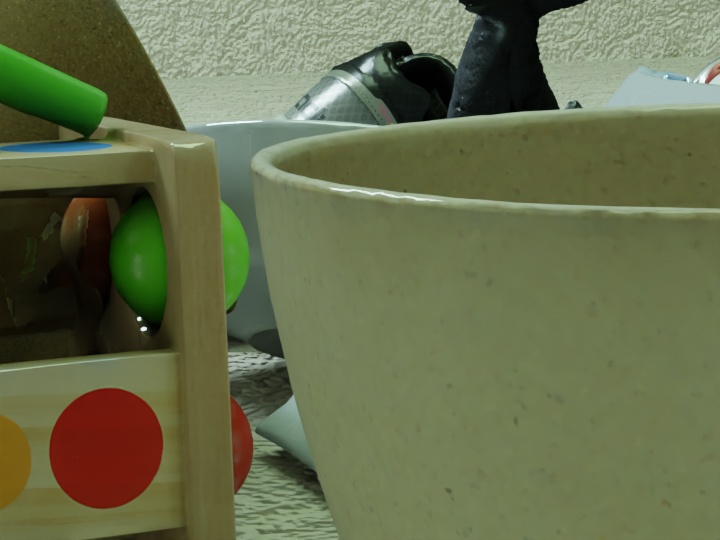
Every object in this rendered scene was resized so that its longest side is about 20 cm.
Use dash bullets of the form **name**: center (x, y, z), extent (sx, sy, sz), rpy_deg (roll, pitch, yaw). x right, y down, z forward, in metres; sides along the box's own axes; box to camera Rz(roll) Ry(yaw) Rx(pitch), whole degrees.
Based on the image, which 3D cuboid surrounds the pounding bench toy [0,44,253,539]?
- **pounding bench toy**: center (-0.115, -0.013, 0.719), extent (0.155, 0.202, 0.124), rpy_deg (-5, 9, -21)

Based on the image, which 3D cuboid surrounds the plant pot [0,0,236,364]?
- **plant pot**: center (-0.173, -0.015, 0.862), extent (0.199, 0.187, 0.186), rpy_deg (-32, 17, -14)

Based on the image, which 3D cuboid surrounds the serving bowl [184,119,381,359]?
- **serving bowl**: center (0.000, 0.000, 0.992), extent (0.198, 0.066, 0.200), rpy_deg (6, -14, 1)

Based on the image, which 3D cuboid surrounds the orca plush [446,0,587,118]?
- **orca plush**: center (0.080, -0.039, 1.085), extent (0.105, 0.201, 0.071), rpy_deg (-21, 51, -34)

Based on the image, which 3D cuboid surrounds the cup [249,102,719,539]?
- **cup**: center (0.080, 0.047, 0.467), extent (0.199, 0.144, 0.200), rpy_deg (-1, 8, 0)

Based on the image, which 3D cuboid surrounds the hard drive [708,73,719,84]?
- **hard drive**: center (0.106, 0.003, 0.832), extent (0.027, 0.132, 0.200), rpy_deg (42, 8, -12)

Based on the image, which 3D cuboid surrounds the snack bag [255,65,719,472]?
- **snack bag**: center (0.063, 0.001, 0.816), extent (0.200, 0.021, 0.188), rpy_deg (-44, 16, -8)

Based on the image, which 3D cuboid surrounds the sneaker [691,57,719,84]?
- **sneaker**: center (0.125, -0.039, 1.018), extent (0.077, 0.083, 0.200), rpy_deg (-23, -16, -14)

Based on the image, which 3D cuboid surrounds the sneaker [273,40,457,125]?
- **sneaker**: center (0.021, -0.055, 1.146), extent (0.087, 0.074, 0.200), rpy_deg (-41, -17, 11)
